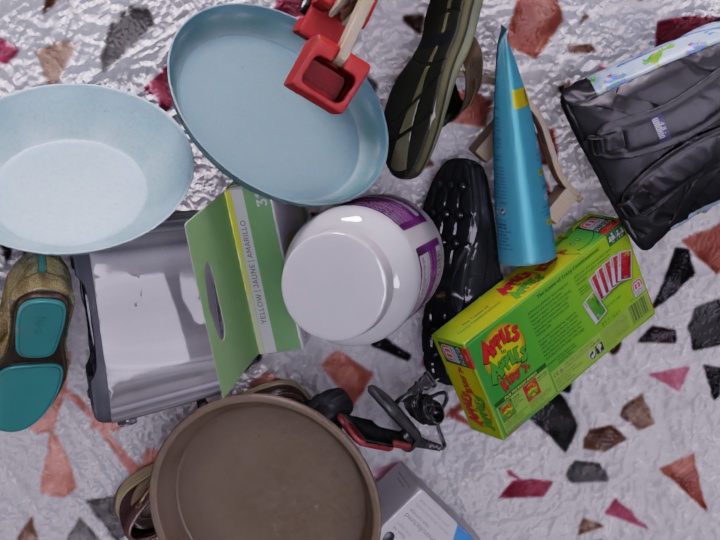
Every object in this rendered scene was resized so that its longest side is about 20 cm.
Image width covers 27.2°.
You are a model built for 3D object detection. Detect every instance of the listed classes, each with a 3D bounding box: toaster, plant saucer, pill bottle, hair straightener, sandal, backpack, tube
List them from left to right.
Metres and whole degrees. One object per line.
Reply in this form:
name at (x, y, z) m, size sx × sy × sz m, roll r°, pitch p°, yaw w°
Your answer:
plant saucer at (-0.232, -0.072, 1.182) m, size 0.200 × 0.202 × 0.039 m, roll -4°, pitch 137°, yaw -11°
toaster at (-0.172, 0.025, 1.237) m, size 0.129 × 0.114 × 0.201 m, roll -8°, pitch 95°, yaw -13°
plant saucer at (-0.077, 0.194, 1.231) m, size 0.199 × 0.029 × 0.201 m, roll 3°, pitch 105°, yaw 12°
plant saucer at (-0.069, -0.130, 1.206) m, size 0.200 × 0.201 × 0.027 m, roll 27°, pitch 136°, yaw -16°
pill bottle at (0.000, 0.000, 1.203) m, size 0.112 × 0.200 × 0.113 m, roll 1°, pitch 97°, yaw 12°
hair straightener at (0.047, 0.127, 1.280) m, size 0.077 × 0.200 × 0.041 m, roll -45°, pitch 64°, yaw 5°
sandal at (0.077, -0.168, 1.238) m, size 0.057 × 0.080 × 0.202 m, roll 23°, pitch 87°, yaw -29°
tube at (0.131, -0.106, 1.264) m, size 0.050 × 0.077 × 0.201 m, roll -8°, pitch 103°, yaw -1°
backpack at (0.296, -0.138, 1.291) m, size 0.199 × 0.154 × 0.164 m, roll -28°, pitch 102°, yaw 18°

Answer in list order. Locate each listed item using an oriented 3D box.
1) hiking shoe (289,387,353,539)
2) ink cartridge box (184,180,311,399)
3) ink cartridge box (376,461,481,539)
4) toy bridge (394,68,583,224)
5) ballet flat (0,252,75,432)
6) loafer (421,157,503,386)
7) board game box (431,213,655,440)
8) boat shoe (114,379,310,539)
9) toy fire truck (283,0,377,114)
hiking shoe at (-0.039, 0.190, 1.280) m, size 0.101 × 0.076 × 0.200 m, roll 41°, pitch 126°, yaw 21°
ink cartridge box at (-0.080, 0.000, 1.205) m, size 0.048 × 0.200 × 0.146 m, roll -8°, pitch 105°, yaw 11°
ink cartridge box at (0.010, 0.288, 1.350) m, size 0.200 × 0.068 × 0.116 m, roll -45°, pitch 112°, yaw 1°
toy bridge at (0.125, -0.125, 1.307) m, size 0.200 × 0.027 × 0.067 m, roll 40°, pitch 91°, yaw -16°
ballet flat at (-0.274, 0.056, 1.231) m, size 0.070 × 0.071 × 0.200 m, roll 11°, pitch 138°, yaw -14°
loafer at (0.093, 0.001, 1.316) m, size 0.070 × 0.068 × 0.202 m, roll -6°, pitch 99°, yaw -47°
board game box at (0.163, 0.046, 1.300) m, size 0.200 × 0.048 × 0.102 m, roll -36°, pitch 116°, yaw -25°
boat shoe at (-0.125, 0.171, 1.298) m, size 0.199 × 0.072 × 0.072 m, roll -31°, pitch 107°, yaw -4°
toy fire truck at (-0.003, -0.224, 1.191) m, size 0.049 × 0.141 × 0.201 m, roll 28°, pitch 89°, yaw -16°
